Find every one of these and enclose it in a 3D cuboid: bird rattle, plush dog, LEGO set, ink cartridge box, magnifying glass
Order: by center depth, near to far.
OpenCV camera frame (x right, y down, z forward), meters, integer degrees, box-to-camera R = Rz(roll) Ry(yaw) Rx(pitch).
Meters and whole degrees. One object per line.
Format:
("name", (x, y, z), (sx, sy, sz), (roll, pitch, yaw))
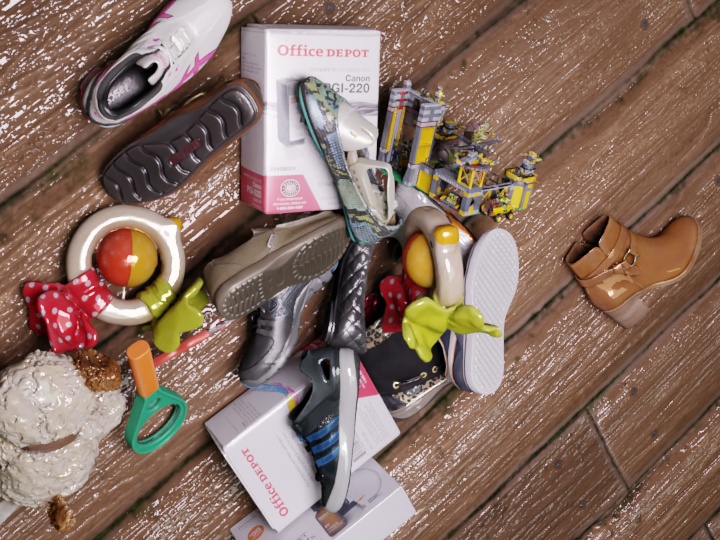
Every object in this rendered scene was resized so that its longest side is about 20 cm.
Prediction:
("plush dog", (-0.327, 0.157, 0.979), (0.197, 0.161, 0.174), (-11, 134, -23))
("bird rattle", (-0.264, 0.011, 1.048), (0.196, 0.113, 0.166), (4, 87, -10))
("magnifying glass", (-0.233, 0.141, 1.063), (0.079, 0.022, 0.201), (-37, 155, -27))
("ink cartridge box", (-0.057, -0.174, 1.088), (0.143, 0.085, 0.204), (-6, 105, -26))
("bird rattle", (0.084, 0.008, 1.088), (0.110, 0.200, 0.166), (-4, 108, -8))
("LEGO set", (0.116, -0.151, 1.109), (0.152, 0.200, 0.118), (-7, 122, -34))
("ink cartridge box", (-0.071, 0.196, 1.186), (0.199, 0.085, 0.149), (-35, 117, -14))

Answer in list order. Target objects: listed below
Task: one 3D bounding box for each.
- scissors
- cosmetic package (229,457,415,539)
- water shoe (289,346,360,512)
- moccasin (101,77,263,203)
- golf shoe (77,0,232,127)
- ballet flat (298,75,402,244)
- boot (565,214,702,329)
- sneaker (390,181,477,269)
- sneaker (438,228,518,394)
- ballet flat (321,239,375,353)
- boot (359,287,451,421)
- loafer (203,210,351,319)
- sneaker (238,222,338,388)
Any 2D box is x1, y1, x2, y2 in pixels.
("scissors", (-0.168, 0.070, 1.077), (0.198, 0.073, 0.014), (-28, 89, 9))
("cosmetic package", (-0.050, 0.312, 1.193), (0.199, 0.150, 0.052), (-36, 116, -14))
("water shoe", (-0.045, 0.183, 1.122), (0.077, 0.072, 0.204), (5, 104, 0))
("moccasin", (-0.191, -0.141, 1.023), (0.200, 0.078, 0.074), (-38, 108, 14))
("golf shoe", (-0.202, -0.219, 0.997), (0.200, 0.092, 0.073), (-46, 118, -10))
("ballet flat", (-0.003, -0.123, 1.039), (0.074, 0.074, 0.202), (-32, 122, -15))
("boot", (0.390, -0.034, 1.373), (0.200, 0.077, 0.155), (-48, 116, 1))
("sneaker", (0.091, -0.032, 1.221), (0.092, 0.076, 0.199), (-44, 120, 10))
("sneaker", (0.140, 0.048, 1.189), (0.077, 0.079, 0.204), (14, 81, -31))
("ballet flat", (0.000, 0.000, 1.150), (0.056, 0.066, 0.204), (15, 84, -14))
("boot", (0.076, 0.080, 1.239), (0.199, 0.073, 0.151), (-40, 117, -8))
("loafer", (-0.091, -0.020, 1.062), (0.199, 0.067, 0.077), (-29, 147, -35))
("sneaker", (-0.104, 0.039, 1.138), (0.081, 0.073, 0.202), (30, 79, -27))
